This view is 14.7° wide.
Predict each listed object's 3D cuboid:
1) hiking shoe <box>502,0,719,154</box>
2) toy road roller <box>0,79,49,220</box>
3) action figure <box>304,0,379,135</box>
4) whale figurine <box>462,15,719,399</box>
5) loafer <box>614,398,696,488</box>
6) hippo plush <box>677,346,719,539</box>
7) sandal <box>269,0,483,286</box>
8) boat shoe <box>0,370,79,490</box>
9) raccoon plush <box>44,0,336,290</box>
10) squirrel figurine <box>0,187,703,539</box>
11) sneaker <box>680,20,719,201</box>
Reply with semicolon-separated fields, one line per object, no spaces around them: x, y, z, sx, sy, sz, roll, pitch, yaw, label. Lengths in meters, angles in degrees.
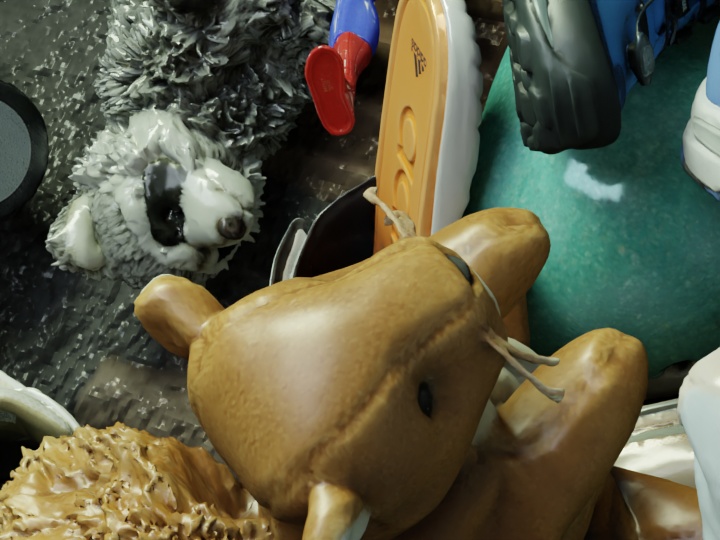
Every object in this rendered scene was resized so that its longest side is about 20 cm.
0.093;-0.108;0.876;0.086;0.075;0.200;0;38;14;hiking shoe
-0.230;-0.029;1.082;0.201;0.146;0.123;-60;29;-3;toy road roller
0.014;-0.121;1.016;0.065;0.052;0.200;-6;33;6;action figure
0.084;-0.058;0.940;0.158;0.104;0.201;-21;56;23;whale figurine
0.089;0.071;0.903;0.199;0.072;0.063;-9;53;21;loafer
0.117;0.116;0.756;0.161;0.200;0.160;-36;24;33;hippo plush
-0.002;-0.005;0.927;0.059;0.208;0.079;-3;30;-14;sandal
-0.124;0.071;0.998;0.070;0.070;0.200;-17;29;-18;boat shoe
-0.073;-0.069;1.082;0.134;0.096;0.200;-58;21;12;raccoon plush
-0.010;0.067;0.792;0.200;0.187;0.142;-36;70;9;squirrel figurine
0.149;-0.040;0.772;0.200;0.075;0.077;37;128;57;sneaker
